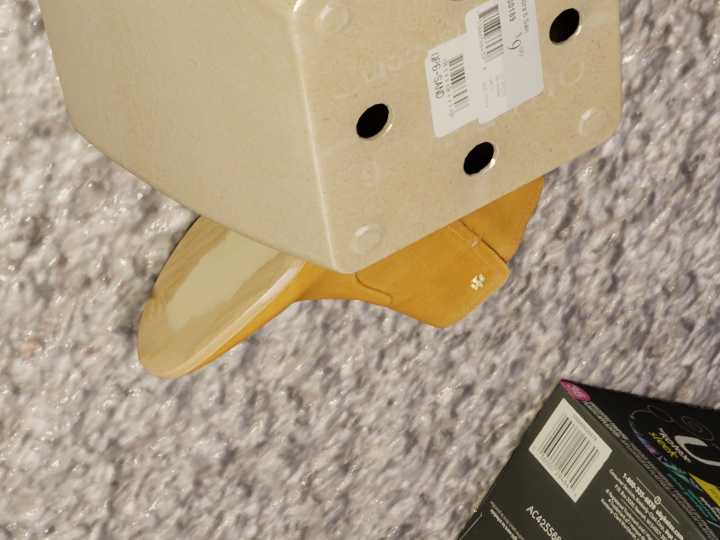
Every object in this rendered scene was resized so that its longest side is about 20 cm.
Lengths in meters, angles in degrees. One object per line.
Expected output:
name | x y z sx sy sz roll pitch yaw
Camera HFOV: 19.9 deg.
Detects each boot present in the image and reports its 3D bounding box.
boot | 0.000 -0.001 0.978 0.201 0.071 0.144 -48 137 -2

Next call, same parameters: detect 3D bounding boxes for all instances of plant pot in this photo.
plant pot | -0.006 -0.119 0.791 0.199 0.177 0.200 -27 137 -17

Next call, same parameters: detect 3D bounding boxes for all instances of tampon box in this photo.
tampon box | 0.189 0.169 1.217 0.200 0.150 0.127 12 117 -44
